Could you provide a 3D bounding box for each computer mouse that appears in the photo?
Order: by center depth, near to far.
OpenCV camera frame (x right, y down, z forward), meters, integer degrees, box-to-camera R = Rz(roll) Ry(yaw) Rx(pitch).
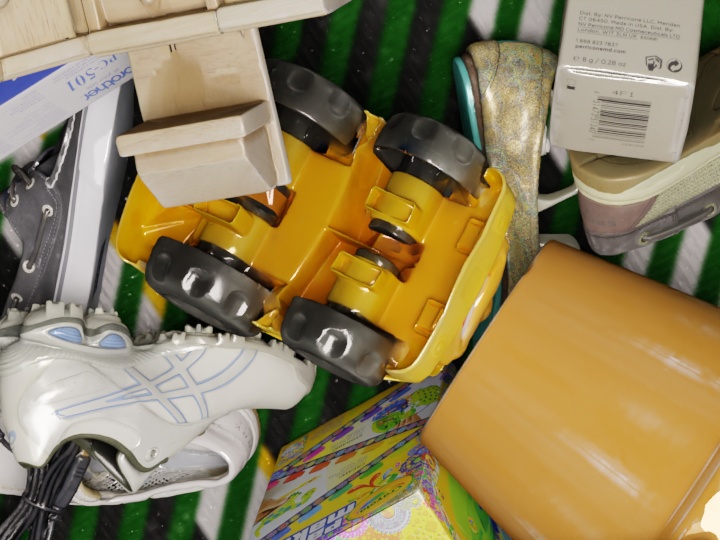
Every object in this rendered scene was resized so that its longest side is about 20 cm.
[{"bbox_3d":[-0.242,0.079,1.351,0.199,0.044,0.110,35,115,19],"label":"computer mouse"}]

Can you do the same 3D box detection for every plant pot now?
[{"bbox_3d":[0.138,0.086,1.214,0.183,0.200,0.201,34,110,5],"label":"plant pot"}]

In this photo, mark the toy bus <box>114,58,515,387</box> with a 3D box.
[{"bbox_3d":[0.000,0.000,1.256,0.199,0.192,0.136,22,77,31],"label":"toy bus"}]

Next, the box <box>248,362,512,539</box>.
[{"bbox_3d":[0.042,0.189,1.310,0.121,0.193,0.201,-29,104,16],"label":"box"}]

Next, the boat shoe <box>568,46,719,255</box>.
[{"bbox_3d":[0.189,-0.067,1.235,0.200,0.072,0.066,-25,135,-29],"label":"boat shoe"}]

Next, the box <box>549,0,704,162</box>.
[{"bbox_3d":[0.139,-0.161,1.176,0.068,0.082,0.201,8,65,5],"label":"box"}]

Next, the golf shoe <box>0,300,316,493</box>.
[{"bbox_3d":[-0.114,0.076,1.308,0.199,0.078,0.098,7,77,-34],"label":"golf shoe"}]

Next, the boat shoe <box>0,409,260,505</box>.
[{"bbox_3d":[-0.160,0.103,1.371,0.198,0.069,0.071,-6,112,11],"label":"boat shoe"}]

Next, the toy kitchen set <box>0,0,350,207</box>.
[{"bbox_3d":[-0.118,-0.091,1.097,0.198,0.180,0.165,-9,104,20],"label":"toy kitchen set"}]

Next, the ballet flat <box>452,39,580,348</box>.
[{"bbox_3d":[0.090,-0.029,1.300,0.070,0.071,0.202,-2,109,8],"label":"ballet flat"}]

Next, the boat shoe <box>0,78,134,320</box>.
[{"bbox_3d":[-0.174,-0.030,1.334,0.066,0.070,0.201,14,118,1],"label":"boat shoe"}]

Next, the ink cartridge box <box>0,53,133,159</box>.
[{"bbox_3d":[-0.217,-0.106,1.296,0.199,0.044,0.095,-29,61,16],"label":"ink cartridge box"}]
